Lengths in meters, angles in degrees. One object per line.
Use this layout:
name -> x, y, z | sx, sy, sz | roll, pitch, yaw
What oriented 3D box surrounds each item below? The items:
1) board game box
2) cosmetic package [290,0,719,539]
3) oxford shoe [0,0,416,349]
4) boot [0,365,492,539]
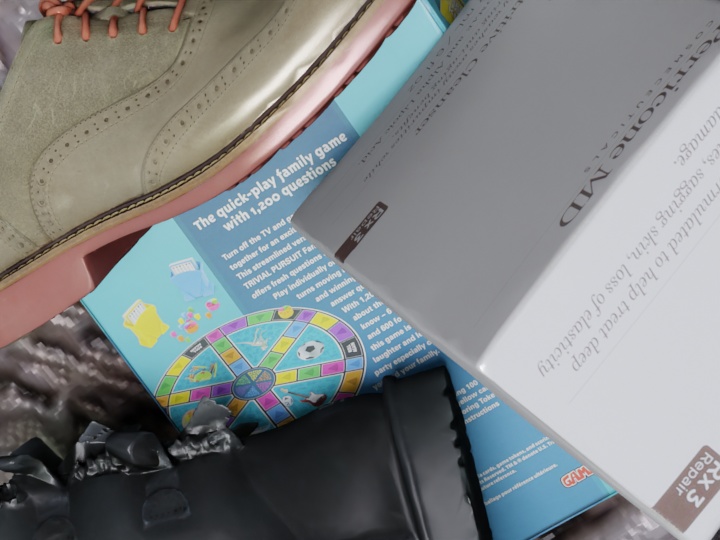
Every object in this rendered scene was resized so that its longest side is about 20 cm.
board game box -> 0.000, 0.000, 0.898 | 0.151, 0.047, 0.200 | -30, 106, 19
cosmetic package -> 0.063, -0.014, 0.753 | 0.081, 0.200, 0.113 | 39, 88, -17
oxford shoe -> -0.061, -0.054, 0.821 | 0.200, 0.070, 0.075 | -36, 99, 19
boot -> -0.031, 0.131, 0.859 | 0.162, 0.073, 0.199 | -15, 79, 6
